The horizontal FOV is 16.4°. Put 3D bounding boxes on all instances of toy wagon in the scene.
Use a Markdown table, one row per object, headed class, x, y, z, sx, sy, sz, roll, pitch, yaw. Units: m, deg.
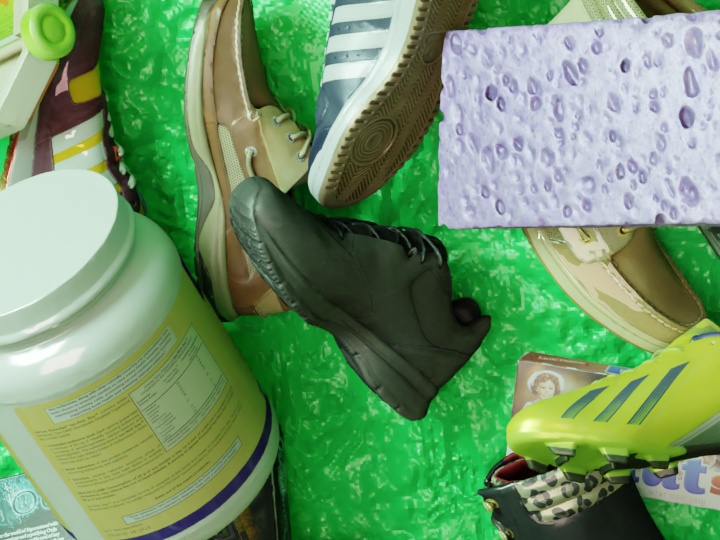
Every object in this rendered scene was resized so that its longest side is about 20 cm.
| class | x | y | z | sx | sy | sz | roll | pitch | yaw |
| --- | --- | --- | --- | --- | --- | --- | --- | --- | --- |
| toy wagon | -0.225 | -0.173 | 1.476 | 0.155 | 0.040 | 0.200 | -17 | 67 | 43 |

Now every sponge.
| class | x | y | z | sx | sy | sz | roll | pitch | yaw |
| --- | --- | --- | --- | --- | --- | --- | --- | --- | --- |
| sponge | 0.127 | -0.078 | 1.336 | 0.200 | 0.030 | 0.112 | 0 | 89 | 41 |

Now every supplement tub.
| class | x | y | z | sx | sy | sz | roll | pitch | yaw |
| --- | --- | --- | --- | --- | --- | --- | --- | --- | --- |
| supplement tub | -0.149 | 0.055 | 1.436 | 0.145 | 0.145 | 0.200 | -16 | 127 | 18 |

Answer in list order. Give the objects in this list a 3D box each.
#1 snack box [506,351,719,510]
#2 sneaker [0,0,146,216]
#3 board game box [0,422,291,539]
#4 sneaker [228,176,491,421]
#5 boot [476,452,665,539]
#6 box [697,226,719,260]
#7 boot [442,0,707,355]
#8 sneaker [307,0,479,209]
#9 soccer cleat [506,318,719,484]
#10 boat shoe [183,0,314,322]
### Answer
| class | x | y | z | sx | sy | sz | roll | pitch | yaw |
| --- | --- | --- | --- | --- | --- | --- | --- | --- | --- |
| snack box | 0.187 | 0.099 | 1.460 | 0.200 | 0.024 | 0.072 | 9 | 105 | 13 |
| sneaker | -0.167 | -0.070 | 1.504 | 0.090 | 0.075 | 0.200 | 14 | 102 | -10 |
| board game box | -0.138 | 0.174 | 1.527 | 0.200 | 0.028 | 0.135 | -14 | 64 | 17 |
| sneaker | 0.000 | 0.000 | 1.437 | 0.091 | 0.076 | 0.200 | -43 | 130 | 3 |
| boot | 0.094 | 0.188 | 1.464 | 0.203 | 0.073 | 0.154 | -24 | 107 | 12 |
| box | 0.287 | -0.014 | 1.356 | 0.159 | 0.046 | 0.200 | -36 | 96 | -9 |
| boot | 0.159 | -0.064 | 1.395 | 0.155 | 0.073 | 0.200 | -42 | 82 | 33 |
| sneaker | -0.001 | -0.142 | 1.427 | 0.108 | 0.070 | 0.200 | 40 | 118 | 31 |
| soccer cleat | 0.175 | 0.071 | 1.390 | 0.200 | 0.065 | 0.084 | -4 | 75 | -12 |
| boat shoe | -0.060 | -0.067 | 1.473 | 0.074 | 0.076 | 0.200 | 1 | 110 | 10 |
